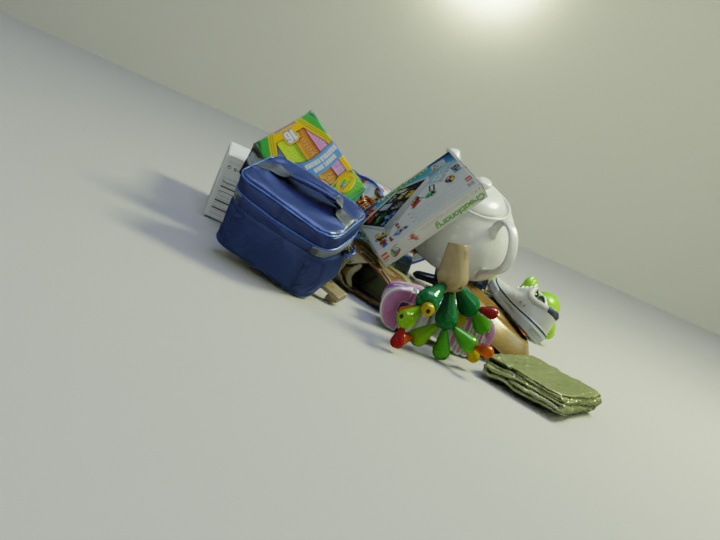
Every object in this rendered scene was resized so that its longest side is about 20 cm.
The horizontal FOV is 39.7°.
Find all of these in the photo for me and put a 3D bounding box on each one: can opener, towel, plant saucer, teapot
[{"bbox_3d":[0.183,0.049,1.815,0.198,0.064,0.079,26,-3,10],"label":"can opener"},{"bbox_3d":[0.272,0.170,1.492,0.147,0.037,0.199,30,12,28],"label":"towel"},{"bbox_3d":[0.214,0.080,1.642,0.200,0.035,0.200,43,10,-9],"label":"plant saucer"},{"bbox_3d":[0.184,-0.087,1.669,0.198,0.147,0.198,31,34,8],"label":"teapot"}]

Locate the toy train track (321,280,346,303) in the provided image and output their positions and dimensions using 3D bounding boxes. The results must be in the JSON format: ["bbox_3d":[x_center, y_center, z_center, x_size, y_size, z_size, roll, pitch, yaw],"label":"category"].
[{"bbox_3d":[-0.104,-0.009,1.494,0.199,0.033,0.114,38,33,20],"label":"toy train track"}]

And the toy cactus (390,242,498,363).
[{"bbox_3d":[0.127,0.046,1.400,0.198,0.168,0.102,7,4,-35],"label":"toy cactus"}]

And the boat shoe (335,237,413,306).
[{"bbox_3d":[0.000,0.000,1.600,0.199,0.077,0.073,30,14,31],"label":"boat shoe"}]

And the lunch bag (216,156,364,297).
[{"bbox_3d":[-0.092,-0.069,1.431,0.198,0.133,0.136,32,31,11],"label":"lunch bag"}]

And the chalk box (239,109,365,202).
[{"bbox_3d":[-0.081,-0.125,1.590,0.201,0.123,0.125,55,-25,3],"label":"chalk box"}]

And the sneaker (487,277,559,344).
[{"bbox_3d":[0.283,0.058,1.716,0.073,0.071,0.200,49,3,-30],"label":"sneaker"}]

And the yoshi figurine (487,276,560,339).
[{"bbox_3d":[0.311,0.059,1.969,0.199,0.113,0.112,33,6,24],"label":"yoshi figurine"}]

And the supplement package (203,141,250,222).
[{"bbox_3d":[-0.180,-0.136,1.751,0.154,0.112,0.200,23,11,-11],"label":"supplement package"}]

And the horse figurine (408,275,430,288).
[{"bbox_3d":[0.131,0.058,1.670,0.132,0.050,0.200,34,5,1],"label":"horse figurine"}]

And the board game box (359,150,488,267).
[{"bbox_3d":[0.094,-0.102,1.606,0.035,0.199,0.127,54,2,-36],"label":"board game box"}]

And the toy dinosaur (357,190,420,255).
[{"bbox_3d":[0.054,-0.075,1.758,0.201,0.102,0.136,54,28,1],"label":"toy dinosaur"}]

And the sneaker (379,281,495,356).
[{"bbox_3d":[0.113,0.064,1.515,0.198,0.081,0.089,21,11,-19],"label":"sneaker"}]

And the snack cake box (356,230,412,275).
[{"bbox_3d":[0.035,-0.026,1.834,0.114,0.068,0.200,24,10,-1],"label":"snack cake box"}]

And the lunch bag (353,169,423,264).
[{"bbox_3d":[0.049,-0.098,2.026,0.169,0.125,0.199,34,-2,-33],"label":"lunch bag"}]

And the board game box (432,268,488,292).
[{"bbox_3d":[0.187,0.011,1.834,0.102,0.020,0.201,24,-24,10],"label":"board game box"}]
